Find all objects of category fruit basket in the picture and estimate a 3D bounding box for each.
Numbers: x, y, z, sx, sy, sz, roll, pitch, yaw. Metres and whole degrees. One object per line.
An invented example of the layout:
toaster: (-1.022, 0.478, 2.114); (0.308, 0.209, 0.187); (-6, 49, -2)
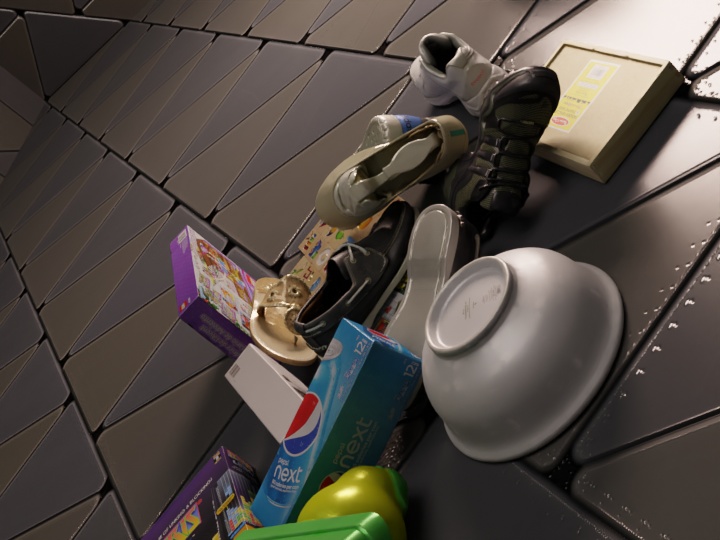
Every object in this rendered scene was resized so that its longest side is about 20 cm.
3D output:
fruit basket: (-0.022, 0.256, 0.899); (0.212, 0.158, 0.216); (-18, -2, -1)

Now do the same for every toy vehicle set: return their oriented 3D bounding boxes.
toy vehicle set: (0.224, -0.166, 1.112); (0.125, 0.026, 0.200); (-51, 26, 2)

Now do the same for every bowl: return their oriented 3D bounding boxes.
bowl: (0.117, 0.053, 0.940); (0.200, 0.090, 0.203); (-38, 30, 27)

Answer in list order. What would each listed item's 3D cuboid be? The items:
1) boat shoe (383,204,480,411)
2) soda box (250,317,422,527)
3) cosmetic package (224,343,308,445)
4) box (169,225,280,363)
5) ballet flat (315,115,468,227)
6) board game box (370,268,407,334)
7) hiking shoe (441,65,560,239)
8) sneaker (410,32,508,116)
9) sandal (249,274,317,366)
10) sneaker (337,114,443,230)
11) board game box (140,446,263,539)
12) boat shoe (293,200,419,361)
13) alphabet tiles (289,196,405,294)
boat shoe: (0.069, 0.040, 1.064); (0.073, 0.060, 0.203); (-1, 72, 47)
soda box: (-0.022, 0.152, 1.012); (0.064, 0.067, 0.202); (31, 96, 56)
cosmetic package: (-0.071, 0.143, 1.141); (0.051, 0.082, 0.200); (-50, 27, -4)
box: (-0.171, 0.037, 1.369); (0.039, 0.137, 0.201); (-44, 27, 11)
ballet flat: (0.023, -0.102, 1.168); (0.199, 0.069, 0.070); (-32, 32, 24)
board game box: (0.024, 0.033, 1.186); (0.105, 0.023, 0.199); (-53, 28, -6)
hiking shoe: (0.149, -0.106, 1.085); (0.201, 0.074, 0.102); (116, 149, -45)
sneaker: (0.103, -0.252, 1.333); (0.078, 0.099, 0.200); (-52, 26, -3)
sandal: (-0.091, 0.034, 1.293); (0.212, 0.076, 0.071); (-119, 38, -66)
sneaker: (0.040, -0.113, 1.294); (0.201, 0.110, 0.078); (-57, 45, 52)
board game box: (-0.173, 0.305, 1.130); (0.201, 0.057, 0.165); (-49, 27, 5)
boat shoe: (0.000, 0.000, 1.166); (0.071, 0.068, 0.201); (-2, 50, 55)
alphabet tiles: (-0.018, -0.036, 1.364); (0.167, 0.006, 0.200); (-51, 26, 2)
